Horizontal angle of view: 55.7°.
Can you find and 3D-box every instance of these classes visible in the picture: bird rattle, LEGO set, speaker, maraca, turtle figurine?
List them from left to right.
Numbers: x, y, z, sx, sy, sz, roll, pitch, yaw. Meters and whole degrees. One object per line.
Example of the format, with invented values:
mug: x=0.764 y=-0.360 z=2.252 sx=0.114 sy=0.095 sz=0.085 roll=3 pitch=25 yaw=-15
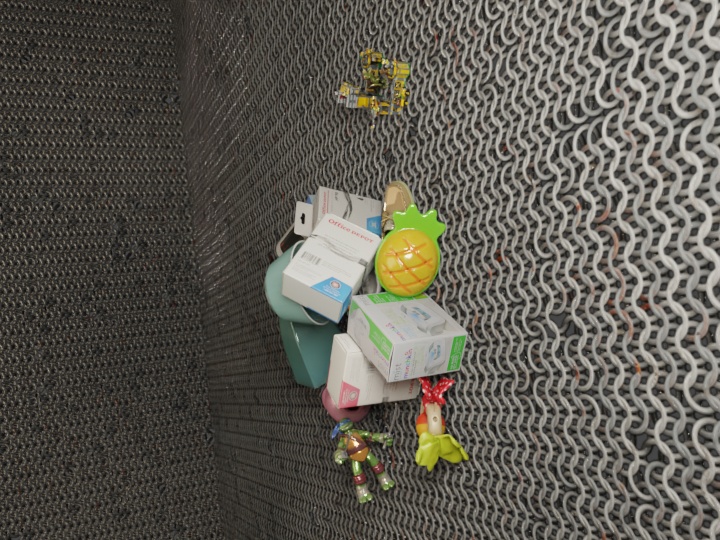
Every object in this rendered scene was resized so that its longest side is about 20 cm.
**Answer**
speaker: x=-0.173 y=-0.093 z=1.938 sx=0.200 sy=0.080 sz=0.082 roll=-40 pitch=58 yaw=57
turtle figurine: x=0.014 y=0.450 z=1.645 sx=0.199 sy=0.143 sz=0.196 roll=-22 pitch=91 yaw=35
LEGO set: x=0.017 y=-0.426 z=1.553 sx=0.200 sy=0.115 sz=0.155 roll=53 pitch=138 yaw=48
maraca: x=0.104 y=-0.039 z=1.427 sx=0.107 sy=0.135 sz=0.202 roll=-92 pitch=17 yaw=-71
bird rattle: x=0.144 y=0.316 z=1.430 sx=0.163 sy=0.111 sz=0.202 roll=105 pitch=155 yaw=-65

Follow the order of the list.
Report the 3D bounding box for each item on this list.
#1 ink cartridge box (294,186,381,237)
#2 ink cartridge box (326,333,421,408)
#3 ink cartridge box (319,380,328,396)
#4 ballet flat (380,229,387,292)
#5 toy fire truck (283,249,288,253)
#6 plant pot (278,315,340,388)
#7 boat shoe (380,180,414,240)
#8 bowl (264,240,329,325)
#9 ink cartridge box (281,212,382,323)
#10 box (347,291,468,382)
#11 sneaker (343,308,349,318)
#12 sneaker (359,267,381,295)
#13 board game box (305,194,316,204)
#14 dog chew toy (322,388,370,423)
ink cartridge box: x=-0.052 y=-0.126 z=1.618 sx=0.067 sy=0.197 sz=0.117 roll=117 pitch=160 yaw=-45
ink cartridge box: x=0.036 y=0.215 z=1.515 sx=0.083 sy=0.198 sz=0.148 roll=-133 pitch=46 yaw=-54
ink cartridge box: x=-0.014 y=0.200 z=1.654 sx=0.040 sy=0.201 sz=0.200 roll=33 pitch=139 yaw=3
ballet flat: x=0.070 y=-0.019 z=1.583 sx=0.067 sy=0.046 sz=0.203 roll=17 pitch=109 yaw=62
toy fire truck: x=-0.130 y=-0.032 z=1.832 sx=0.174 sy=0.129 sz=0.202 roll=17 pitch=110 yaw=16
plant pot: x=-0.132 y=0.190 z=1.844 sx=0.141 sy=0.140 sz=0.202 roll=-5 pitch=112 yaw=64
boat shoe: x=0.080 y=-0.096 z=1.506 sx=0.073 sy=0.066 sz=0.203 roll=-2 pitch=96 yaw=33
bowl: x=-0.153 y=0.041 z=1.602 sx=0.104 sy=0.200 sz=0.203 roll=-16 pitch=75 yaw=21
ink cartridge box: x=-0.061 y=-0.009 z=1.481 sx=0.144 sy=0.201 sz=0.084 roll=26 pitch=143 yaw=10
box: x=0.091 y=0.131 z=1.416 sx=0.200 sy=0.174 sz=0.098 roll=-134 pitch=46 yaw=-53
sneaker: x=-0.076 y=0.073 z=1.768 sx=0.077 sy=0.200 sz=0.078 roll=-47 pitch=4 yaw=15
sneaker: x=0.000 y=0.000 z=1.688 sx=0.075 sy=0.081 sz=0.203 roll=-5 pitch=89 yaw=63
board game box: x=-0.135 y=-0.080 z=1.996 sx=0.201 sy=0.043 sz=0.201 roll=-63 pitch=39 yaw=45
dog chew toy: x=-0.047 y=0.334 z=1.798 sx=0.200 sy=0.123 sz=0.126 roll=166 pitch=99 yaw=-71
